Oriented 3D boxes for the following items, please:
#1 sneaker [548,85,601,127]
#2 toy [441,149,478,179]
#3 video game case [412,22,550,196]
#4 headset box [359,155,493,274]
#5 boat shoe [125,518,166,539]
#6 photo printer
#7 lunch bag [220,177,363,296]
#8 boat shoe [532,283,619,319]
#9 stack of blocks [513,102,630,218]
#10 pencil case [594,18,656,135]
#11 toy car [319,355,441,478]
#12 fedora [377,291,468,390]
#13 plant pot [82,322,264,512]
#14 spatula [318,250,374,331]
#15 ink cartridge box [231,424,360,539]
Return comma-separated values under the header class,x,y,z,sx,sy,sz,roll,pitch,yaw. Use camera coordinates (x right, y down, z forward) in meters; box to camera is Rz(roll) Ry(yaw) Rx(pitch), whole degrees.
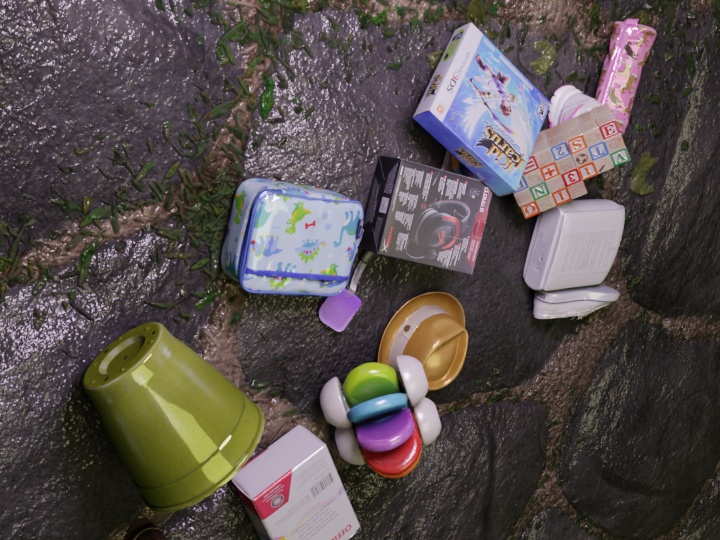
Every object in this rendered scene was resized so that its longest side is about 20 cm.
class,x,y,z,sx,sy,sz,roll,pitch,yaw
sneaker,0.368,-0.215,1.678,0.081,0.088,0.202,-10,114,-35
toy,0.197,-0.202,1.577,0.114,0.047,0.202,3,104,-37
video game case,0.193,-0.247,1.489,0.200,0.045,0.182,38,63,-25
headset box,0.112,-0.083,1.507,0.199,0.075,0.150,11,95,-28
boat shoe,-0.309,0.469,1.429,0.070,0.070,0.202,-19,119,-32
photo printer,0.402,-0.050,1.777,0.199,0.069,0.168,-6,118,-36
lunch bag,-0.095,-0.041,1.391,0.199,0.082,0.162,6,106,-38
boat shoe,0.408,0.062,1.832,0.199,0.072,0.066,-4,114,-36
stack of blocks,0.345,-0.183,1.622,0.199,0.059,0.115,-23,125,15
pencil case,0.457,-0.341,1.707,0.082,0.087,0.202,16,98,-9
toy car,0.037,0.245,1.531,0.174,0.150,0.201,-17,122,2
fedora,0.122,0.137,1.626,0.199,0.082,0.202,-15,116,-34
plant pot,-0.263,0.180,1.289,0.200,0.200,0.194,-41,115,-18
spatula,0.000,0.000,1.517,0.056,0.021,0.201,33,82,-25
ink cartridge box,-0.102,0.373,1.542,0.147,0.085,0.201,-34,126,-24
